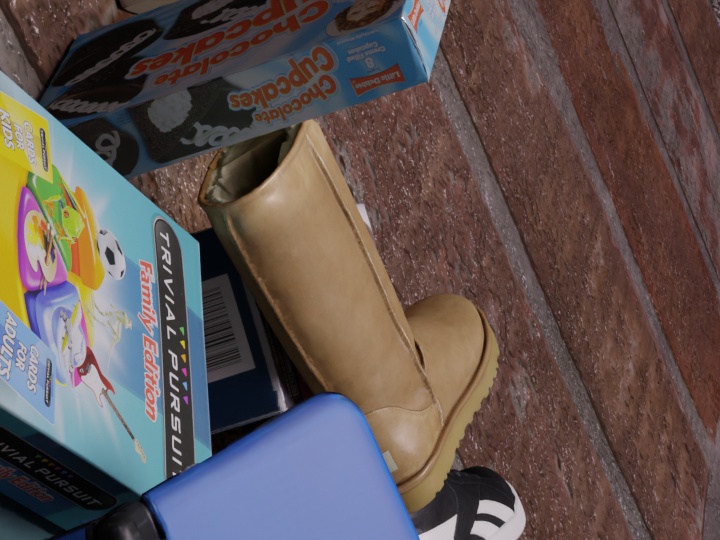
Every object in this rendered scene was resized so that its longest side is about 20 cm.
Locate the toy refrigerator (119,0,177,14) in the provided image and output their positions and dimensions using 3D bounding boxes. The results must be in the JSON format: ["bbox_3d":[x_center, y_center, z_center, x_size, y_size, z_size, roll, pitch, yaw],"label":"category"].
[{"bbox_3d":[-0.037,-0.203,1.088,0.070,0.199,0.076,5,68,-68],"label":"toy refrigerator"}]

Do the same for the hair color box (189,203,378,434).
[{"bbox_3d":[-0.042,0.022,1.093,0.200,0.060,0.101,-14,87,-70],"label":"hair color box"}]

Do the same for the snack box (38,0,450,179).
[{"bbox_3d":[-0.056,-0.101,0.956,0.116,0.199,0.037,-75,144,-56],"label":"snack box"}]

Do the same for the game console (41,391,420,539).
[{"bbox_3d":[-0.053,0.174,0.762,0.201,0.170,0.118,66,21,-4],"label":"game console"}]

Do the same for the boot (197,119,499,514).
[{"bbox_3d":[0.000,0.000,1.038,0.201,0.066,0.176,63,23,-26],"label":"boot"}]

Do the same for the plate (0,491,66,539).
[{"bbox_3d":[-0.145,0.080,0.832,0.200,0.025,0.201,52,29,-45],"label":"plate"}]

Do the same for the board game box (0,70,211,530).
[{"bbox_3d":[-0.129,0.015,0.823,0.200,0.047,0.152,43,34,-52],"label":"board game box"}]

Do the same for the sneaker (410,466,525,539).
[{"bbox_3d":[0.038,0.125,1.195,0.113,0.073,0.200,70,22,-9],"label":"sneaker"}]
